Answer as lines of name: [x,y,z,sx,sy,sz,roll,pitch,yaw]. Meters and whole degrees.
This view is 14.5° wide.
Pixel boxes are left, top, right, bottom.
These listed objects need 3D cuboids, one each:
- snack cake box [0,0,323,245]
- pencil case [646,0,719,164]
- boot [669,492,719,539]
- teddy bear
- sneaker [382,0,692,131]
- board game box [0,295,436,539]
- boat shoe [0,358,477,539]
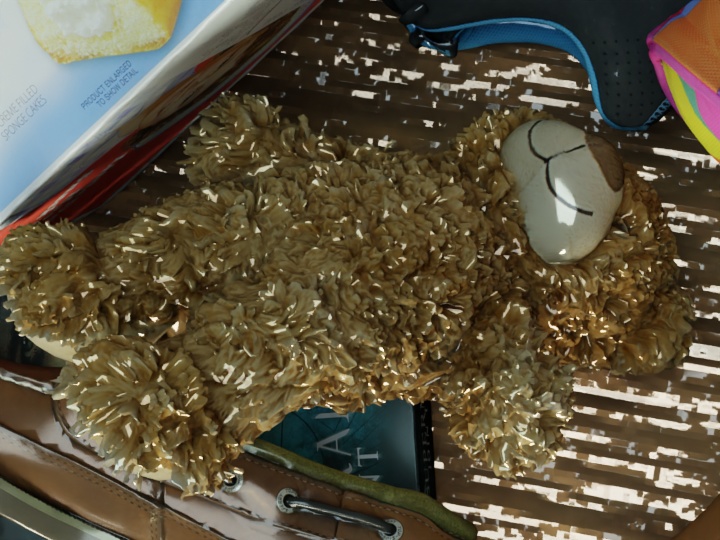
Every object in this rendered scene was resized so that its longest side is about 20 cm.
snack cake box: [-0.063,-0.078,0.765,0.200,0.115,0.067,-40,89,34]
pencil case: [0.169,-0.098,0.754,0.200,0.088,0.088,-44,79,2]
boot: [0.092,0.088,0.760,0.155,0.077,0.200,-13,112,29]
teddy bear: [0.000,0.000,0.756,0.199,0.145,0.067,-3,122,-13]
sneaker: [0.015,-0.109,0.807,0.200,0.073,0.082,26,94,14]
board game box: [-0.042,0.101,0.838,0.135,0.028,0.201,-5,87,13]
boat shoe: [-0.061,0.052,0.800,0.200,0.072,0.068,29,90,4]
